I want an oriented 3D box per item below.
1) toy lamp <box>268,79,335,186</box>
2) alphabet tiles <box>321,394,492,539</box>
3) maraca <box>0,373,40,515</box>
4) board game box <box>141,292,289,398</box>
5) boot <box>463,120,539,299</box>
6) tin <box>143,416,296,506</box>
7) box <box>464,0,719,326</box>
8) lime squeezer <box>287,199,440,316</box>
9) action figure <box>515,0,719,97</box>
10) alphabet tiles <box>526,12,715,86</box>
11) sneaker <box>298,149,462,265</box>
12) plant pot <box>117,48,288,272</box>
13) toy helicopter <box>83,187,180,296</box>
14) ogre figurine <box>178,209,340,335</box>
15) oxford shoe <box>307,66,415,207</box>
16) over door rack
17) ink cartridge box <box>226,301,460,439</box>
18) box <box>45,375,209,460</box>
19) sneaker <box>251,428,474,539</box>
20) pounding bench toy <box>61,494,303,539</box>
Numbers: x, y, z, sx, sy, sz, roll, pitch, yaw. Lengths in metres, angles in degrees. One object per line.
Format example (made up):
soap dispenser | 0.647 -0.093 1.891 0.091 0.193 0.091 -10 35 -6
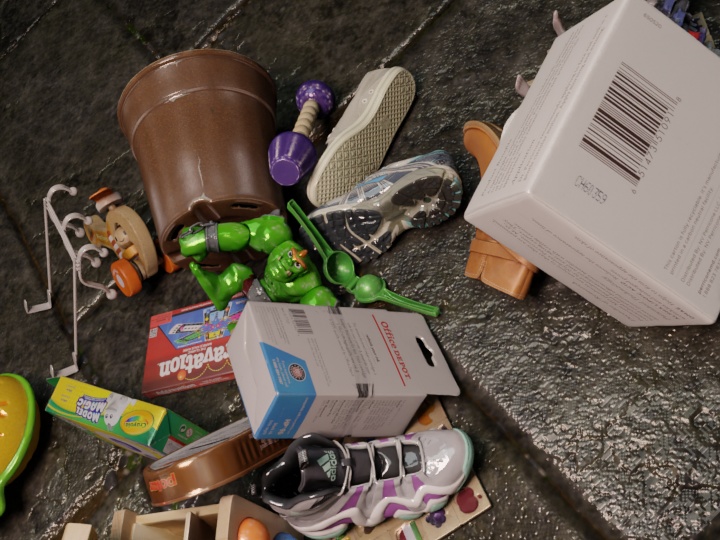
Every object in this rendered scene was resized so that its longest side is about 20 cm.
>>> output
toy lamp | -0.069 -0.160 1.103 0.058 0.058 0.201 -19 27 21
alphabet tiles | 0.018 0.189 0.923 0.167 0.008 0.201 -35 50 11
maraca | -0.455 0.219 1.136 0.136 0.107 0.202 -8 59 27
board game box | -0.167 0.081 1.096 0.199 0.019 0.104 -15 57 24
boot | 0.138 -0.066 0.959 0.200 0.073 0.156 -137 61 -68
tin | -0.120 0.170 0.900 0.112 0.199 0.042 -26 86 37
box | 0.230 -0.085 0.805 0.200 0.199 0.131 -61 12 -12
lime squeezer | 0.000 0.000 1.013 0.199 0.071 0.038 37 45 12
action figure | 0.281 -0.219 0.958 0.192 0.105 0.200 14 44 30
alphabet tiles | 0.273 -0.197 0.991 0.199 0.006 0.168 -19 55 22
sneaker | 0.025 -0.073 1.044 0.199 0.078 0.087 -19 33 23
plant pot | -0.176 -0.120 1.118 0.199 0.200 0.199 -27 59 16
toy helicopter | -0.318 -0.051 1.210 0.079 0.133 0.199 -32 24 -28
ogre figurine | -0.102 0.017 1.015 0.119 0.098 0.200 -33 59 -7
oxford shoe | -0.005 -0.156 1.100 0.057 0.075 0.201 17 68 40
over door rack | -0.369 0.012 1.202 0.148 0.066 0.201 51 130 41
ink cartridge box | -0.016 0.097 0.906 0.068 0.199 0.116 -61 38 35
box | -0.255 0.169 1.034 0.199 0.117 0.049 11 68 37
sneaker | -0.006 0.180 0.844 0.199 0.140 0.078 -28 51 16
pounding bench toy | -0.157 0.277 0.853 0.155 0.200 0.125 -14 56 25
